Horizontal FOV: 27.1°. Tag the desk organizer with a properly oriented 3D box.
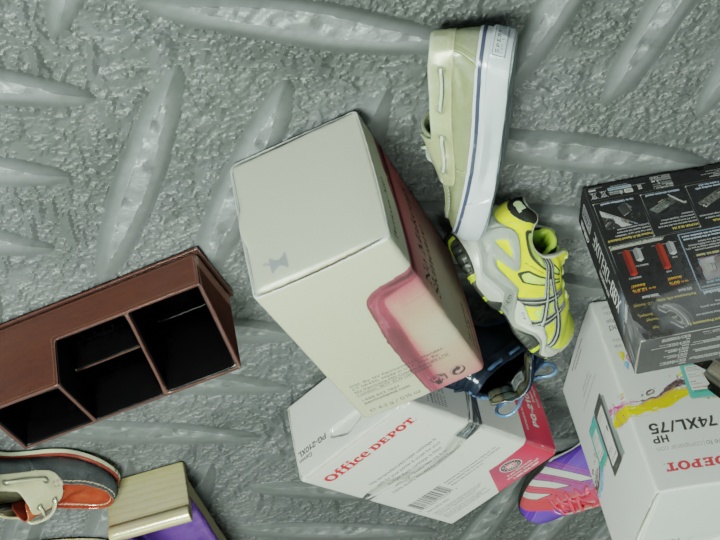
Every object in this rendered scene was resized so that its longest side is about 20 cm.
[{"bbox_3d":[-0.200,0.064,1.189,0.199,0.077,0.072,-21,142,10],"label":"desk organizer"}]

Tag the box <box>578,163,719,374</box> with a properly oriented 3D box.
[{"bbox_3d":[0.290,-0.012,1.180,0.199,0.158,0.050,-11,143,-4],"label":"box"}]

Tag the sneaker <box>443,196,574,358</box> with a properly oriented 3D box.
[{"bbox_3d":[0.144,0.010,1.233,0.076,0.076,0.200,-37,146,8],"label":"sneaker"}]

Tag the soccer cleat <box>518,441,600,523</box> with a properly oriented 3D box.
[{"bbox_3d":[0.231,0.213,1.518,0.068,0.073,0.200,15,134,-32],"label":"soccer cleat"}]

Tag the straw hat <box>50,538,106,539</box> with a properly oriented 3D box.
[{"bbox_3d":[-0.310,0.355,1.519,0.200,0.085,0.201,-9,142,-7],"label":"straw hat"}]

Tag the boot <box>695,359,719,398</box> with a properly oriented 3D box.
[{"bbox_3d":[0.325,0.010,1.268,0.174,0.200,0.069,-48,166,-3],"label":"boot"}]

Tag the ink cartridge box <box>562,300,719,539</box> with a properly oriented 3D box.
[{"bbox_3d":[0.287,0.142,1.339,0.146,0.200,0.146,-7,142,-10],"label":"ink cartridge box"}]

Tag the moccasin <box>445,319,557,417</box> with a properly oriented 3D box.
[{"bbox_3d":[0.114,0.089,1.274,0.200,0.068,0.081,0,127,-59],"label":"moccasin"}]

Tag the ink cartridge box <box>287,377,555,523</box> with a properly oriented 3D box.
[{"bbox_3d":[0.055,0.147,1.368,0.200,0.085,0.145,22,130,-39],"label":"ink cartridge box"}]

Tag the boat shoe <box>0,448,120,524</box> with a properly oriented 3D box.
[{"bbox_3d":[-0.307,0.197,1.338,0.199,0.063,0.071,13,133,-33],"label":"boat shoe"}]

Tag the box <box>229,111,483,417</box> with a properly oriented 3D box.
[{"bbox_3d":[0.000,0.000,1.128,0.109,0.128,0.200,-23,142,12],"label":"box"}]

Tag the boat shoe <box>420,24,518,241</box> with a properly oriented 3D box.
[{"bbox_3d":[0.075,-0.102,1.085,0.062,0.072,0.200,11,139,8],"label":"boat shoe"}]

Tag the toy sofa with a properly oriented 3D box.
[{"bbox_3d":[-0.176,0.281,1.458,0.083,0.098,0.200,-16,142,3],"label":"toy sofa"}]
